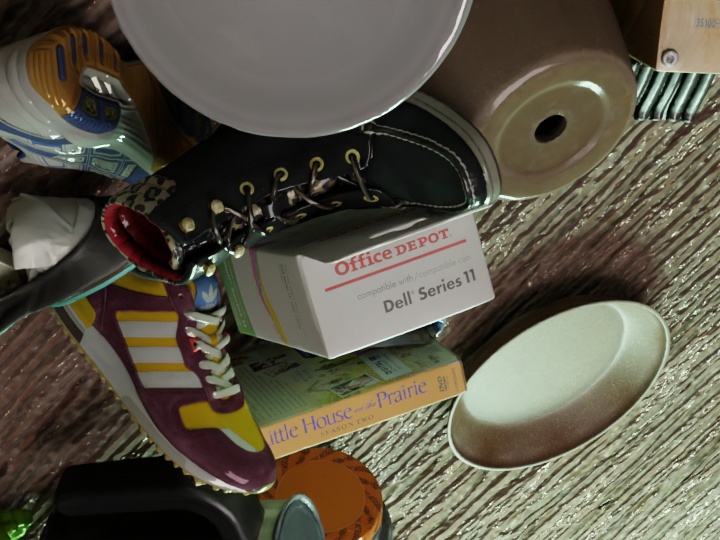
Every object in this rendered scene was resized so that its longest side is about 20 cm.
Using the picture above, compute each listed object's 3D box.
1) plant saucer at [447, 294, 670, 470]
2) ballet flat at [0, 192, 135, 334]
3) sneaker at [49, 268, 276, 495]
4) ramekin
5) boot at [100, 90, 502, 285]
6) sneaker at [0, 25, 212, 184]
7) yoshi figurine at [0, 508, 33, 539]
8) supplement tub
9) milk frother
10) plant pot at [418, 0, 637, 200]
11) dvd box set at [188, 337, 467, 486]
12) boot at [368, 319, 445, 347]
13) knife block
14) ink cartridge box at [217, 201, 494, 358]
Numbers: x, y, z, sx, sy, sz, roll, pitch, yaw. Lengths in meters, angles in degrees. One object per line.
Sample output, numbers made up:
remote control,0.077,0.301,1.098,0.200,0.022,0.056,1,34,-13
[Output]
plant saucer,0.154,0.083,1.589,0.200,0.037,0.201,-18,141,-15
ballet flat,-0.211,-0.002,1.215,0.200,0.068,0.068,-30,129,13
sneaker,-0.112,0.051,1.251,0.090,0.200,0.075,-46,172,18
ramekin,-0.029,-0.178,1.047,0.202,0.202,0.094,-49,-178,25
boot,-0.035,-0.041,1.102,0.154,0.203,0.074,-38,127,-29
sneaker,-0.160,-0.091,1.166,0.088,0.075,0.200,-10,159,24
yoshi figurine,-0.260,0.236,1.446,0.112,0.112,0.200,-51,138,3
supplement tub,-0.038,0.239,1.572,0.122,0.123,0.200,-15,141,-19
milk frother,-0.142,0.245,1.390,0.188,0.200,0.181,-5,150,18
plant pot,0.076,-0.141,1.163,0.200,0.175,0.200,-18,141,-16
dvd box set,-0.043,0.084,1.377,0.200,0.146,0.029,-18,109,-16
boot,-0.021,-0.005,1.320,0.200,0.096,0.074,13,126,-42
knife block,0.185,-0.181,1.182,0.064,0.176,0.200,1,107,-12
ink cartridge box,0.000,0.000,1.188,0.117,0.200,0.067,-20,101,-20
